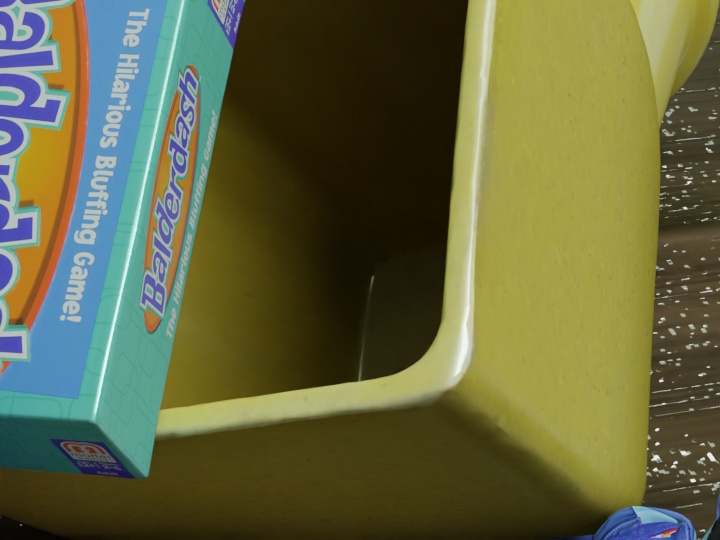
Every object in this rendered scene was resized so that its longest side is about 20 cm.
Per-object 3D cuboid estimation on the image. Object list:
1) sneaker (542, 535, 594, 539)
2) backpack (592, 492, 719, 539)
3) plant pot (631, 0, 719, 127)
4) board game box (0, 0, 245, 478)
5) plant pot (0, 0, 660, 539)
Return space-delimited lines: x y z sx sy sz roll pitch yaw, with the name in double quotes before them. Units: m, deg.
"sneaker" 0.050 0.060 0.922 0.075 0.088 0.200 3 37 -12
"backpack" 0.136 0.137 0.767 0.134 0.183 0.200 -5 21 7
"plant pot" 0.043 -0.086 1.049 0.201 0.201 0.189 9 51 -1
"board game box" -0.144 -0.024 0.737 0.200 0.045 0.152 2 65 17
"plant pot" 0.000 0.000 0.820 0.194 0.200 0.196 -10 60 29
